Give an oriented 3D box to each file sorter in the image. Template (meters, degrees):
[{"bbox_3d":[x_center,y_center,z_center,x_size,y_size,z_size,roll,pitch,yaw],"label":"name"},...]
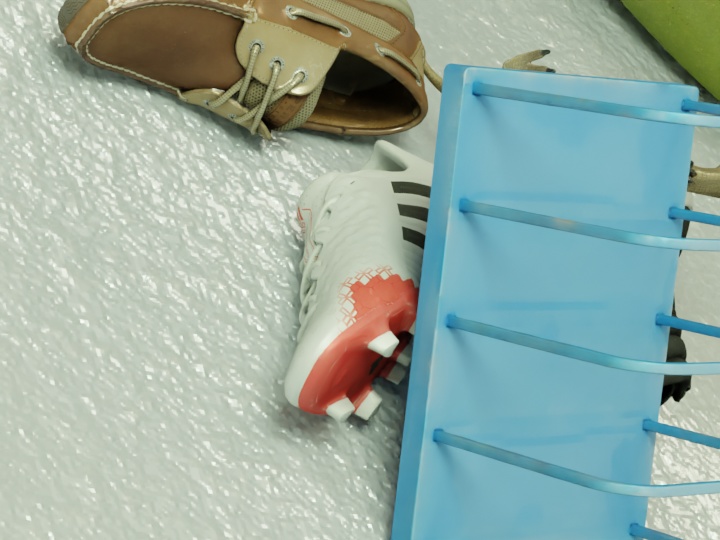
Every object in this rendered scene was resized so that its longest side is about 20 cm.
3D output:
[{"bbox_3d":[0.112,0.027,0.978,0.139,0.201,0.123,0,8,-42],"label":"file sorter"}]

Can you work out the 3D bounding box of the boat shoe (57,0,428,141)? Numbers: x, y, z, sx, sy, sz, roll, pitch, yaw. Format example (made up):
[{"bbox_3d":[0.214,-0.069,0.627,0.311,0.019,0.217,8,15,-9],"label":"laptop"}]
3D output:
[{"bbox_3d":[-0.042,-0.098,1.101,0.200,0.076,0.072,1,54,-41],"label":"boat shoe"}]

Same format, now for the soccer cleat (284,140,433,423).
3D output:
[{"bbox_3d":[0.000,0.000,1.048,0.085,0.069,0.200,36,31,6],"label":"soccer cleat"}]

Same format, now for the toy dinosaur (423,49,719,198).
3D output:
[{"bbox_3d":[0.091,-0.060,1.116,0.200,0.058,0.101,20,-2,22],"label":"toy dinosaur"}]

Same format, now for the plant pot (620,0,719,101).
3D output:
[{"bbox_3d":[0.210,-0.187,1.369,0.187,0.187,0.200,-23,85,-52],"label":"plant pot"}]

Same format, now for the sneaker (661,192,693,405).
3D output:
[{"bbox_3d":[0.122,0.014,1.154,0.200,0.071,0.099,-21,99,-73],"label":"sneaker"}]
